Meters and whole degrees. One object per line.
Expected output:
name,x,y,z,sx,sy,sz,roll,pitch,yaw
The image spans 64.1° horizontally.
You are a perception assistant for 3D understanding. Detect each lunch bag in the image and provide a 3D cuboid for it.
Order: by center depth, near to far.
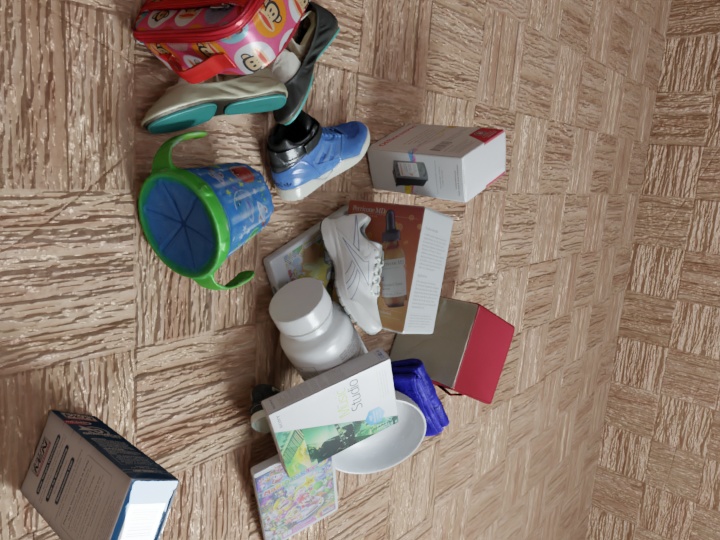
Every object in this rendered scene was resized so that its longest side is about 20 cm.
lunch bag,-0.158,-0.286,0.642,0.082,0.199,0.177,45,65,-51

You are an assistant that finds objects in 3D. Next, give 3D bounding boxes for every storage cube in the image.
storage cube,0.190,0.156,1.204,0.179,0.170,0.201,28,79,-48

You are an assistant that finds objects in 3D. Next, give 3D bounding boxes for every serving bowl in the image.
serving bowl,0.018,0.288,1.068,0.198,0.066,0.201,-7,125,-11

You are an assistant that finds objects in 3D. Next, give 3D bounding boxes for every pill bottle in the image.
pill bottle,-0.061,0.112,0.899,0.115,0.114,0.201,-51,135,-28

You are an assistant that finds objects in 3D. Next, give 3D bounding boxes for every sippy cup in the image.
sippy cup,-0.185,-0.076,0.731,0.130,0.139,0.179,-36,151,-51

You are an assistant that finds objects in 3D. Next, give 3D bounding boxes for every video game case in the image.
video game case,-0.105,0.370,0.967,0.142,0.018,0.201,-20,127,-26
video game case,-0.064,0.014,0.975,0.200,0.023,0.183,-38,127,-38

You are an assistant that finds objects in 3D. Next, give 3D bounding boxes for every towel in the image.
towel,0.079,0.257,1.120,0.050,0.147,0.201,-81,153,-49

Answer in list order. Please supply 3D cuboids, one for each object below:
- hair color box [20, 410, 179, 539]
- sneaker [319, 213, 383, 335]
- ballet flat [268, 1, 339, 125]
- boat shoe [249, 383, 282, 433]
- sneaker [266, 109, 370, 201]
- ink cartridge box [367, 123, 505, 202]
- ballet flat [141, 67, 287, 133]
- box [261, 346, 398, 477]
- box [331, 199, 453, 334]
hair color box,-0.288,0.234,0.626,0.060,0.199,0.101,27,80,-49
sneaker,0.000,0.000,0.895,0.074,0.087,0.201,31,41,-76
ballet flat,-0.094,-0.303,0.824,0.068,0.068,0.201,39,60,-37
boat shoe,-0.117,0.241,0.938,0.200,0.075,0.061,65,10,-55
sneaker,-0.061,-0.203,0.871,0.200,0.077,0.112,-41,141,-28
ink cartridge box,0.135,-0.195,1.016,0.147,0.199,0.086,-36,127,-38
ballet flat,-0.188,-0.223,0.729,0.199,0.069,0.070,-21,117,-33
box,-0.039,0.216,0.876,0.199,0.036,0.145,-22,126,-17
box,0.051,-0.007,0.967,0.106,0.151,0.202,9,90,-55
